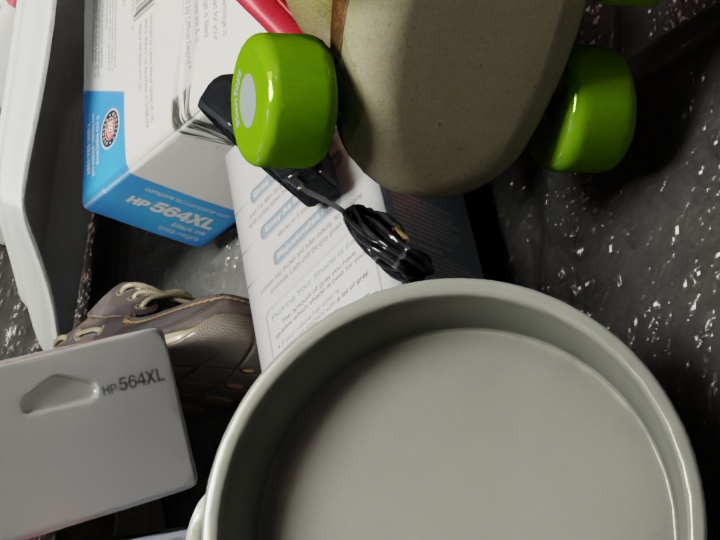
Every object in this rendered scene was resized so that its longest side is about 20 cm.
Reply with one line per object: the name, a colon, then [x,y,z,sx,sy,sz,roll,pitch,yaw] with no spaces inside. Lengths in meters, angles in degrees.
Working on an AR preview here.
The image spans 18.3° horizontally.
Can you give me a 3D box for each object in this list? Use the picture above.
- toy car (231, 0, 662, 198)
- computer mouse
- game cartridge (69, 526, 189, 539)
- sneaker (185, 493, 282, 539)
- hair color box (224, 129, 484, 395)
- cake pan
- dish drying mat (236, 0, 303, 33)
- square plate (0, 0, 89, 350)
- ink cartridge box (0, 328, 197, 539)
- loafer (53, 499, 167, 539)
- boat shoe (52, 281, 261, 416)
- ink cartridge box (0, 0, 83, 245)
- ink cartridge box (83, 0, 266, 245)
toy car: [0.017,-0.142,0.956,0.200,0.163,0.159,-118,35,-51]
computer mouse: [-0.016,-0.044,0.968,0.034,0.059,0.200,-46,38,-2]
game cartridge: [-0.151,0.151,1.075,0.199,0.133,0.041,-8,83,13]
sneaker: [-0.006,0.156,0.936,0.200,0.115,0.074,35,101,54]
hair color box: [0.000,0.000,1.022,0.099,0.060,0.201,-43,42,33]
cake pan: [0.037,0.105,0.879,0.199,0.037,0.202,-3,76,12]
dish drying mat: [-0.011,-0.122,1.028,0.200,0.077,0.018,46,139,13]
square plate: [-0.176,-0.073,1.263,0.200,0.028,0.199,90,-177,-61]
ink cartridge box: [-0.200,0.093,1.115,0.199,0.145,0.085,-12,91,50]
loafer: [-0.156,0.190,1.169,0.075,0.068,0.201,-7,68,53]
boat shoe: [-0.119,0.040,1.192,0.200,0.074,0.074,-24,55,46]
ink cartridge box: [-0.233,-0.140,1.435,0.201,0.082,0.147,-58,36,17]
ink cartridge box: [-0.058,-0.125,1.167,0.200,0.084,0.147,-33,48,41]
